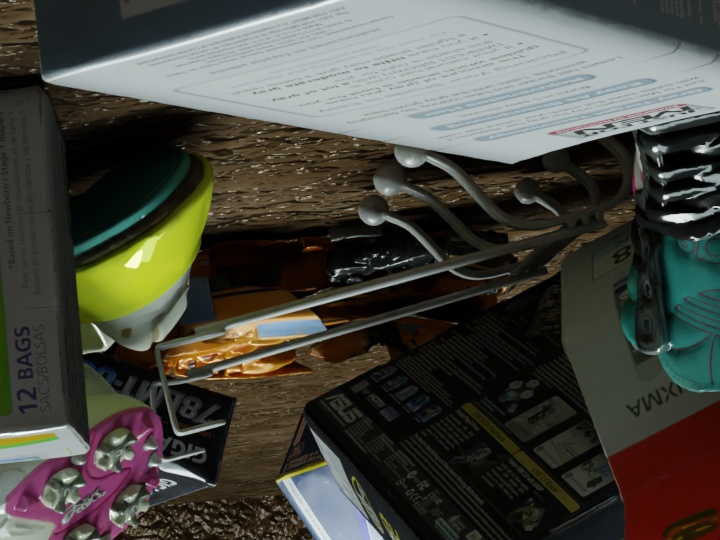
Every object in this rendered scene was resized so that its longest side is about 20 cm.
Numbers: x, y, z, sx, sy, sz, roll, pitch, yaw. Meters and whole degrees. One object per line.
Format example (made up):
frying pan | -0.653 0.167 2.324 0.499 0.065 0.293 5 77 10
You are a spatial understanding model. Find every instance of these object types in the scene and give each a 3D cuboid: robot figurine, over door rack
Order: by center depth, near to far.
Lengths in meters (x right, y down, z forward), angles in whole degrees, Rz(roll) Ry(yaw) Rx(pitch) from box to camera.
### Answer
over door rack | 0.000 0.000 1.009 0.199 0.067 0.148 -27 175 -9
robot figurine | -0.023 0.019 1.206 0.199 0.058 0.145 -5 168 -6

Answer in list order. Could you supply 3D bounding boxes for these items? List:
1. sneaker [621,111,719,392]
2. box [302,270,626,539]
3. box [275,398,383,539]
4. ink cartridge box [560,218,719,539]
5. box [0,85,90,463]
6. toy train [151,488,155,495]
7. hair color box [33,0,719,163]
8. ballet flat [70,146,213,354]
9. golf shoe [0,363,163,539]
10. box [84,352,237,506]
sneaker | 0.113 -0.025 0.790 0.083 0.121 0.200 -8 172 12
box | 0.080 0.063 0.991 0.161 0.049 0.200 -30 -158 -9
box | 0.065 0.072 1.166 0.199 0.070 0.064 -22 -156 25
ink cartridge box | 0.146 0.013 0.874 0.160 0.047 0.200 -28 -163 15
box | -0.193 0.013 0.836 0.199 0.113 0.101 -5 172 -3
toy train | -0.163 0.090 1.063 0.114 0.086 0.200 9 162 -27
hair color box | 0.023 -0.071 0.607 0.099 0.061 0.200 -11 170 33
ballet flat | -0.103 0.001 0.963 0.200 0.067 0.067 -12 -147 50
golf shoe | -0.168 0.088 0.911 0.200 0.091 0.076 -27 143 -31
box | -0.184 0.062 1.185 0.198 0.050 0.200 22 161 -20
